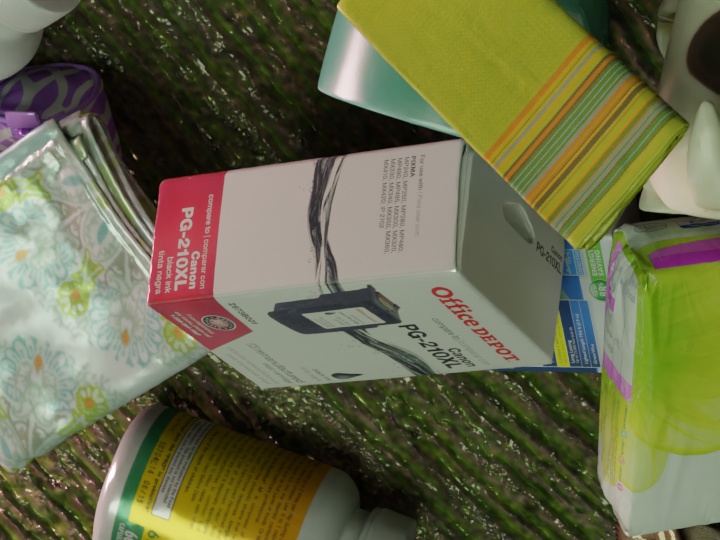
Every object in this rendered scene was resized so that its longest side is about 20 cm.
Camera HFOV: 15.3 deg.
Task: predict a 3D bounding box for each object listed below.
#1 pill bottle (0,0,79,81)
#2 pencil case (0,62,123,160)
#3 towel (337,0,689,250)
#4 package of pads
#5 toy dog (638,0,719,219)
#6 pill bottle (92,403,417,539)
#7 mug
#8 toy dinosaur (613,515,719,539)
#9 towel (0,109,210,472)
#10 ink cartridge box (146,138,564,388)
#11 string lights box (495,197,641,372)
[{"bbox_3d":[-0.266,-0.154,1.644,0.199,0.111,0.111,-26,110,33],"label":"pill bottle"},{"bbox_3d":[-0.187,-0.033,1.711,0.083,0.086,0.201,2,122,22],"label":"pencil case"},{"bbox_3d":[0.077,-0.106,1.391,0.086,0.018,0.200,-49,66,11],"label":"towel"},{"bbox_3d":[0.219,0.059,1.580,0.153,0.068,0.201,-8,124,-10],"label":"package of pads"},{"bbox_3d":[0.205,-0.127,1.434,0.139,0.193,0.201,7,92,34],"label":"toy dog"},{"bbox_3d":[-0.068,0.172,1.784,0.199,0.113,0.113,20,128,8],"label":"pill bottle"},{"bbox_3d":[0.076,-0.131,1.487,0.184,0.152,0.115,19,96,28],"label":"mug"},{"bbox_3d":[0.219,0.195,1.706,0.200,0.086,0.136,36,135,3],"label":"toy dinosaur"},{"bbox_3d":[-0.195,0.014,1.639,0.199,0.048,0.172,-30,96,28],"label":"towel"},{"bbox_3d":[0.000,0.000,1.543,0.199,0.085,0.145,-6,155,26],"label":"ink cartridge box"},{"bbox_3d":[0.075,0.005,1.645,0.199,0.059,0.103,0,123,23],"label":"string lights box"}]
